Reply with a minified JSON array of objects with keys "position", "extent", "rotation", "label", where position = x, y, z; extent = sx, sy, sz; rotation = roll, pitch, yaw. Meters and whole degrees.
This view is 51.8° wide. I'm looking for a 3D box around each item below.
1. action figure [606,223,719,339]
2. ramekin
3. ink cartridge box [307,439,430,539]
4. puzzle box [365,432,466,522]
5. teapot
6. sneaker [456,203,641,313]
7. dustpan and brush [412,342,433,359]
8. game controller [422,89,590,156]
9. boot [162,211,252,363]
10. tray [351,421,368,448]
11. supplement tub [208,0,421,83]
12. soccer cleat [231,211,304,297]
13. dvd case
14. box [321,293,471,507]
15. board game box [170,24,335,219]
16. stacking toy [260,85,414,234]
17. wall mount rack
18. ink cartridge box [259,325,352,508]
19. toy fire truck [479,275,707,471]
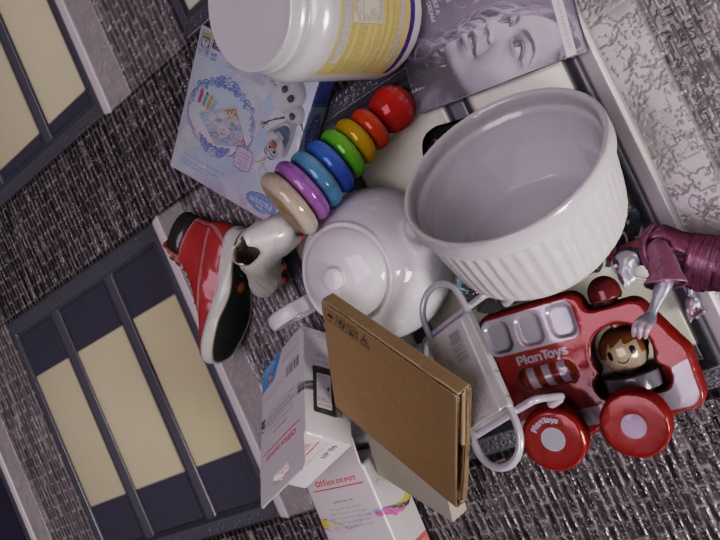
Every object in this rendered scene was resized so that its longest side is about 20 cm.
[{"position":[0.317,-0.010,0.673],"extent":[0.199,0.134,0.150],"rotation":[15,107,26],"label":"action figure"},{"position":[0.152,-0.065,0.697],"extent":[0.199,0.201,0.105],"rotation":[-12,135,33],"label":"ramekin"},{"position":[0.003,0.301,0.969],"extent":[0.116,0.067,0.201],"rotation":[-23,89,38],"label":"ink cartridge box"},{"position":[0.049,0.176,0.837],"extent":[0.133,0.025,0.201],"rotation":[20,132,49],"label":"puzzle box"},{"position":[0.000,0.000,0.864],"extent":[0.197,0.146,0.201],"rotation":[19,111,27],"label":"teapot"},{"position":[0.189,-0.035,0.781],"extent":[0.199,0.087,0.078],"rotation":[-22,131,15],"label":"sneaker"},{"position":[0.130,0.128,0.874],"extent":[0.200,0.057,0.140],"rotation":[-34,86,39],"label":"dustpan and brush"},{"position":[0.163,-0.123,0.798],"extent":[0.199,0.042,0.105],"rotation":[-9,95,34],"label":"game controller"},{"position":[-0.228,0.023,1.058],"extent":[0.144,0.072,0.201],"rotation":[15,100,29],"label":"boot"},{"position":[0.008,0.164,0.931],"extent":[0.200,0.022,0.108],"rotation":[-35,82,50],"label":"tray"},{"position":[-0.045,-0.275,0.789],"extent":[0.145,0.200,0.146],"rotation":[13,110,38],"label":"supplement tub"},{"position":[-0.130,-0.017,0.942],"extent":[0.070,0.077,0.200],"rotation":[68,156,16],"label":"soccer cleat"},{"position":[0.129,-0.272,0.802],"extent":[0.199,0.016,0.149],"rotation":[-14,92,33],"label":"dvd case"},{"position":[0.034,0.133,0.773],"extent":[0.200,0.021,0.164],"rotation":[32,139,40],"label":"box"},{"position":[-0.148,-0.191,0.975],"extent":[0.200,0.043,0.200],"rotation":[30,114,23],"label":"board game box"},{"position":[-0.015,-0.135,0.840],"extent":[0.200,0.085,0.085],"rotation":[-43,74,-8],"label":"stacking toy"},{"position":[0.113,0.115,0.764],"extent":[0.174,0.074,0.201],"rotation":[-45,55,41],"label":"wall mount rack"},{"position":[-0.069,0.185,0.917],"extent":[0.116,0.068,0.201],"rotation":[-50,31,36],"label":"ink cartridge box"},{"position":[0.233,0.098,0.758],"extent":[0.199,0.112,0.169],"rotation":[-21,91,32],"label":"toy fire truck"}]
